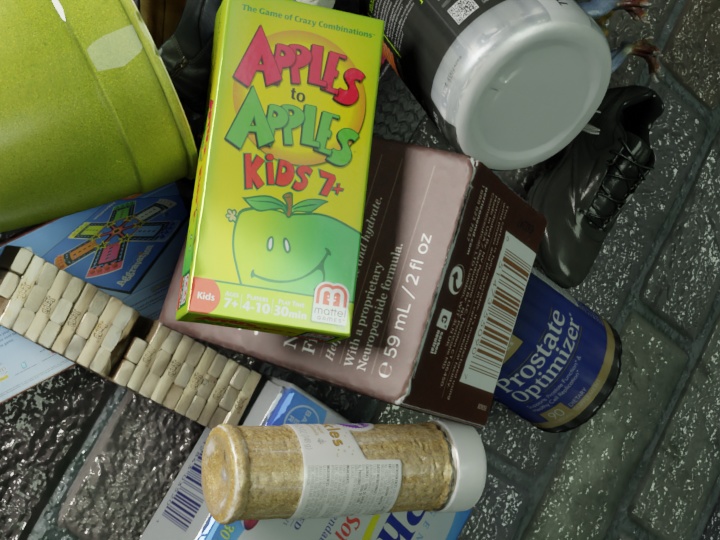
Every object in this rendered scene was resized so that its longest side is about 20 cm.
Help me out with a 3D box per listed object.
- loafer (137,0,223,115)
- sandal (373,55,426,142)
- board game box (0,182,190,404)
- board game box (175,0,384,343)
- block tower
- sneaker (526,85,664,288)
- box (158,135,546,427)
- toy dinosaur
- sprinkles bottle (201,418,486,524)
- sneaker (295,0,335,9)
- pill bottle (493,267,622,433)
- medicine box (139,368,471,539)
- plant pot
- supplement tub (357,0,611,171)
[{"bbox_3d":[-0.125,-0.209,0.837,0.072,0.073,0.201,26,43,-52],"label":"loafer"},{"bbox_3d":[0.045,-0.167,0.997,0.075,0.045,0.200,39,90,-19],"label":"sandal"},{"bbox_3d":[-0.209,0.011,0.877,0.199,0.019,0.104,-28,108,-24],"label":"board game box"},{"bbox_3d":[-0.049,-0.063,0.743,0.101,0.048,0.202,9,80,-15],"label":"board game box"},{"bbox_3d":[-0.172,0.052,0.859,0.199,0.058,0.054,32,79,-25],"label":"block tower"},{"bbox_3d":[0.205,-0.080,1.040,0.076,0.091,0.201,30,68,-33],"label":"sneaker"},{"bbox_3d":[0.000,0.000,0.855,0.164,0.199,0.167,25,81,-62],"label":"box"},{"bbox_3d":[0.164,-0.172,1.026,0.180,0.200,0.106,-16,113,-2],"label":"toy dinosaur"},{"bbox_3d":[-0.009,0.141,0.849,0.199,0.068,0.069,3,92,-28],"label":"sprinkles bottle"},{"bbox_3d":[-0.094,-0.254,0.813,0.111,0.077,0.201,-17,103,17],"label":"sneaker"},{"bbox_3d":[0.115,0.044,1.002,0.199,0.112,0.112,33,78,-26],"label":"pill bottle"},{"bbox_3d":[-0.046,0.206,0.930,0.200,0.103,0.183,36,77,-25],"label":"medicine box"},{"bbox_3d":[-0.234,-0.107,0.772,0.192,0.200,0.201,-29,106,-13],"label":"plant pot"},{"bbox_3d":[0.074,-0.172,0.829,0.122,0.200,0.123,-16,138,-15],"label":"supplement tub"}]
